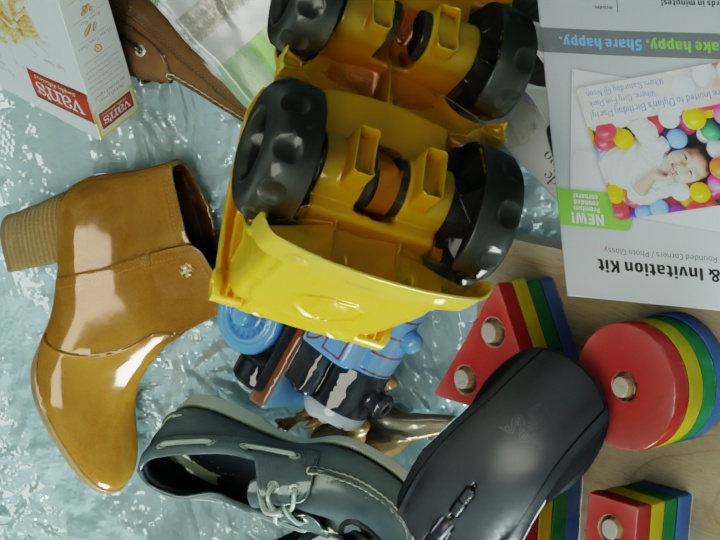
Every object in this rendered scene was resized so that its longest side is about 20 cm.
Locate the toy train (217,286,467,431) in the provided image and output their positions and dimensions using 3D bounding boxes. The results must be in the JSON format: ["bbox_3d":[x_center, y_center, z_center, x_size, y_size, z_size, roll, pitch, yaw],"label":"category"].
[{"bbox_3d":[0.000,0.000,1.245,0.114,0.087,0.200,36,106,28],"label":"toy train"}]

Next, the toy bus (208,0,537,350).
[{"bbox_3d":[-0.008,-0.059,1.133,0.135,0.200,0.192,16,155,-17],"label":"toy bus"}]

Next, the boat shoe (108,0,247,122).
[{"bbox_3d":[-0.111,-0.143,1.270,0.200,0.072,0.068,44,125,9],"label":"boat shoe"}]

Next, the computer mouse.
[{"bbox_3d":[0.075,0.146,1.167,0.140,0.046,0.200,48,119,10],"label":"computer mouse"}]

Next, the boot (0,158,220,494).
[{"bbox_3d":[-0.135,0.038,1.347,0.144,0.071,0.202,-11,102,27],"label":"boot"}]

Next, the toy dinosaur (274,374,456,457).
[{"bbox_3d":[0.015,0.096,1.336,0.200,0.061,0.106,-13,138,21],"label":"toy dinosaur"}]

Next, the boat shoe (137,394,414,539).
[{"bbox_3d":[-0.045,0.132,1.280,0.200,0.062,0.073,18,129,32],"label":"boat shoe"}]

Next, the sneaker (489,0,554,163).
[{"bbox_3d":[0.135,-0.105,1.178,0.081,0.083,0.200,-31,97,38],"label":"sneaker"}]

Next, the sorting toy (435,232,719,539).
[{"bbox_3d":[0.123,0.093,1.208,0.200,0.070,0.199,14,105,45],"label":"sorting toy"}]

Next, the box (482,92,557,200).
[{"bbox_3d":[0.087,-0.098,1.225,0.200,0.041,0.039,45,121,-3],"label":"box"}]

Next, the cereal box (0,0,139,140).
[{"bbox_3d":[-0.204,-0.180,1.231,0.144,0.040,0.200,28,146,35],"label":"cereal box"}]

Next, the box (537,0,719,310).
[{"bbox_3d":[0.172,-0.077,1.095,0.156,0.041,0.200,6,118,27],"label":"box"}]

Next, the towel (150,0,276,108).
[{"bbox_3d":[-0.069,-0.194,1.173,0.149,0.031,0.200,-40,93,25],"label":"towel"}]

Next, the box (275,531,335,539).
[{"bbox_3d":[-0.028,0.240,1.412,0.200,0.038,0.137,-28,100,28],"label":"box"}]
